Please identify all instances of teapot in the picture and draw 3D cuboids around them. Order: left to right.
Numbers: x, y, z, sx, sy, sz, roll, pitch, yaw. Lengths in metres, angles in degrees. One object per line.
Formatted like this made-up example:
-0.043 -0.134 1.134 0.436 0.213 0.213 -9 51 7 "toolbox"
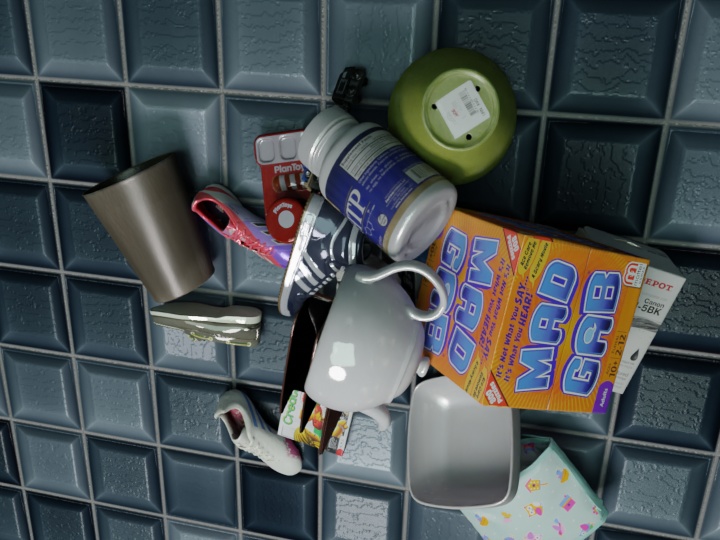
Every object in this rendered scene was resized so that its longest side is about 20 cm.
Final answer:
0.022 0.095 0.927 0.143 0.200 0.201 20 79 1 "teapot"

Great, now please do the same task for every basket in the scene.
-0.325 -0.064 1.161 0.177 0.136 0.203 -13 112 32 "basket"

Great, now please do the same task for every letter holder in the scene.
-0.070 0.162 1.121 0.099 0.143 0.203 17 123 7 "letter holder"

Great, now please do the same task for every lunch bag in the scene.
0.278 0.369 1.181 0.199 0.122 0.171 -34 99 29 "lunch bag"

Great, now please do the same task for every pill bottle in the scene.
0.016 -0.117 0.929 0.200 0.119 0.121 42 117 22 "pill bottle"

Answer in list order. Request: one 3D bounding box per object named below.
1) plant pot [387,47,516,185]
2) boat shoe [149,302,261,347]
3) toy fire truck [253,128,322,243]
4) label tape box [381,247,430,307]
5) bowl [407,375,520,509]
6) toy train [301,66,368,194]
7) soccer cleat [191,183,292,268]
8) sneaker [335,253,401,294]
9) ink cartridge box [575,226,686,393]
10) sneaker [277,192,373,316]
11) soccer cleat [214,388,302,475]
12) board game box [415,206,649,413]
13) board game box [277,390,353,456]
0.122 -0.203 0.932 0.182 0.200 0.192 1 98 4 "plant pot"
-0.265 0.093 1.237 0.197 0.072 0.062 4 107 8 "boat shoe"
-0.060 -0.133 1.085 0.195 0.112 0.172 -6 94 15 "toy fire truck"
0.081 0.006 1.071 0.062 0.144 0.205 -9 111 -16 "label tape box"
0.169 0.271 1.140 0.197 0.074 0.204 -12 65 39 "bowl"
-0.041 -0.201 1.035 0.045 0.034 0.204 14 78 23 "toy train"
-0.181 -0.061 1.155 0.198 0.073 0.069 37 115 -1 "soccer cleat"
0.000 0.000 1.083 0.074 0.199 0.083 -15 95 -19 "sneaker"
0.349 0.059 1.046 0.144 0.083 0.203 15 115 -8 "ink cartridge box"
-0.048 -0.002 1.021 0.106 0.071 0.203 19 124 0 "sneaker"
-0.186 0.303 1.290 0.070 0.087 0.201 -38 98 24 "soccer cleat"
0.207 0.045 0.939 0.196 0.200 0.204 9 101 -25 "board game box"
-0.066 0.213 1.253 0.124 0.035 0.204 16 114 8 "board game box"
